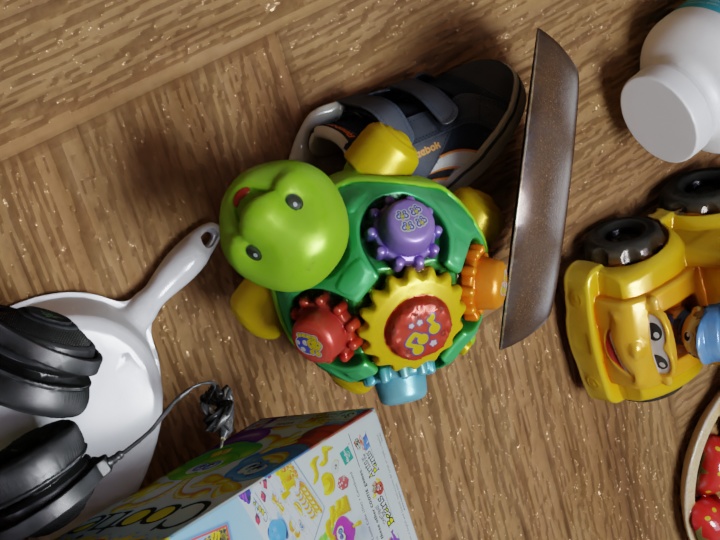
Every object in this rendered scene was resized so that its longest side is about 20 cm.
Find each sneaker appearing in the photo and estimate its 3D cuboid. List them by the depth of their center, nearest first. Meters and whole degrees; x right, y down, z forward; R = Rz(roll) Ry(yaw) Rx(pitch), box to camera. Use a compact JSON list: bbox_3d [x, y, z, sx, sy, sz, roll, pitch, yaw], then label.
[{"bbox_3d":[0.021,-0.077,0.837,0.200,0.078,0.080,-45,129,-17],"label":"sneaker"}]

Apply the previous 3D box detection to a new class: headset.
[{"bbox_3d":[-0.165,0.076,0.707,0.198,0.094,0.125,-1,98,-5],"label":"headset"}]

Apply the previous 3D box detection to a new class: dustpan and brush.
[{"bbox_3d":[-0.143,0.048,0.771,0.200,0.057,0.140,-46,112,-11],"label":"dustpan and brush"}]

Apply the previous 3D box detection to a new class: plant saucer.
[{"bbox_3d":[0.113,-0.049,0.856,0.032,0.200,0.202,6,100,5],"label":"plant saucer"}]

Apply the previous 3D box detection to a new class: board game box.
[{"bbox_3d":[-0.074,0.162,0.731,0.199,0.102,0.106,-26,101,-45],"label":"board game box"}]

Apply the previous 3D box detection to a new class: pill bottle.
[{"bbox_3d":[0.279,-0.159,0.987,0.199,0.110,0.111,-36,120,-24],"label":"pill bottle"}]

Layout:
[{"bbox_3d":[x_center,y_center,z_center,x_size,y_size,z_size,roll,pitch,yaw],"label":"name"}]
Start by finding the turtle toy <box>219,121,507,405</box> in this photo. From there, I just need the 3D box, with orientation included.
[{"bbox_3d":[0.000,0.000,0.756,0.199,0.101,0.146,32,102,-34],"label":"turtle toy"}]

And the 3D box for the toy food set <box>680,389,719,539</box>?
[{"bbox_3d":[0.348,0.167,1.156,0.197,0.048,0.201,30,82,-37],"label":"toy food set"}]

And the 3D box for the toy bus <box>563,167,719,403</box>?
[{"bbox_3d":[0.274,0.025,0.979,0.199,0.191,0.137,-28,118,-26],"label":"toy bus"}]
